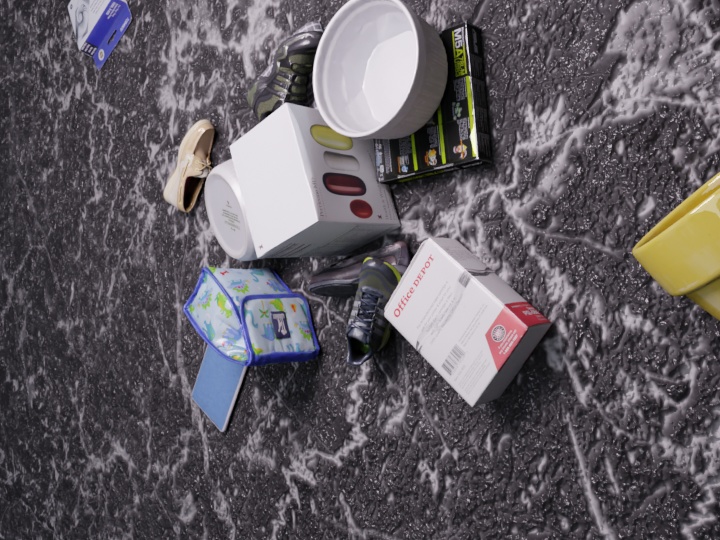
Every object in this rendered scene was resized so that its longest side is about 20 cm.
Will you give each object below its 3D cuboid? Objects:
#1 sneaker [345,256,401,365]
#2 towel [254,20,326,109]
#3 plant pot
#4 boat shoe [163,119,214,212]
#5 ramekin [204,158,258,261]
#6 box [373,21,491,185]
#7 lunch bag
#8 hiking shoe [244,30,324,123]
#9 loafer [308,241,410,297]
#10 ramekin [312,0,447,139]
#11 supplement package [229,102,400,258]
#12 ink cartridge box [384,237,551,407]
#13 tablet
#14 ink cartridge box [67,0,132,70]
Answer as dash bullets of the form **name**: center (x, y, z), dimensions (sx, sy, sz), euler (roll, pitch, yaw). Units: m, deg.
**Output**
- **sneaker**: center (0.016, 0.069, 1.049), dimensions (0.073, 0.081, 0.202), euler (17, 129, 16)
- **towel**: center (-0.102, -0.304, 1.175), dimensions (0.199, 0.085, 0.168), euler (-34, 69, 36)
- **plant pot**: center (0.415, -0.013, 0.678), dimensions (0.190, 0.200, 0.201), euler (51, 123, 10)
- **boat shoe**: center (-0.340, -0.212, 1.401), dimensions (0.069, 0.073, 0.202), euler (38, 117, 20)
- **ramekin**: center (-0.205, -0.111, 1.222), dimensions (0.201, 0.093, 0.205), euler (32, 132, 44)
- **box**: center (0.100, -0.246, 1.028), dimensions (0.191, 0.047, 0.204), euler (-8, 85, 38)
- **lunch bag**: center (-0.185, 0.089, 1.196), dimensions (0.200, 0.169, 0.128), euler (47, 118, 30)
- **hiking shoe**: center (-0.106, -0.296, 1.089), dimensions (0.199, 0.075, 0.102), euler (-36, 74, 44)
- **loafer**: center (0.000, 0.000, 1.119), dimensions (0.198, 0.072, 0.064), euler (-11, 65, 35)
- **ramekin**: center (0.034, -0.288, 0.987), dimensions (0.198, 0.104, 0.204), euler (-1, 89, 41)
- **supplement package**: center (-0.070, -0.135, 1.078), dimensions (0.146, 0.198, 0.194), euler (-25, 76, 38)
- **ink cartridge box**: center (0.148, 0.069, 0.971), dimensions (0.200, 0.082, 0.148), euler (46, 119, 30)
- **tablet**: center (-0.290, 0.218, 1.403), dimensions (0.130, 0.014, 0.202), euler (36, 113, 35)
- **ink cartridge box**: center (-0.646, -0.636, 1.663), dimensions (0.199, 0.040, 0.202), euler (-37, 68, 36)
